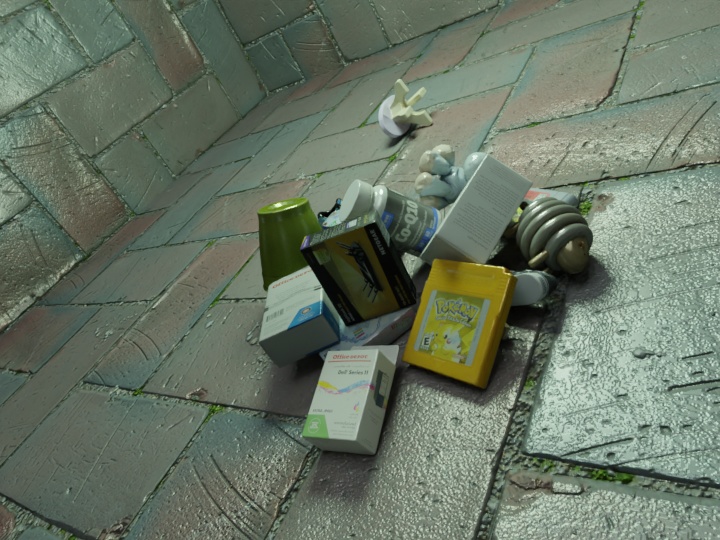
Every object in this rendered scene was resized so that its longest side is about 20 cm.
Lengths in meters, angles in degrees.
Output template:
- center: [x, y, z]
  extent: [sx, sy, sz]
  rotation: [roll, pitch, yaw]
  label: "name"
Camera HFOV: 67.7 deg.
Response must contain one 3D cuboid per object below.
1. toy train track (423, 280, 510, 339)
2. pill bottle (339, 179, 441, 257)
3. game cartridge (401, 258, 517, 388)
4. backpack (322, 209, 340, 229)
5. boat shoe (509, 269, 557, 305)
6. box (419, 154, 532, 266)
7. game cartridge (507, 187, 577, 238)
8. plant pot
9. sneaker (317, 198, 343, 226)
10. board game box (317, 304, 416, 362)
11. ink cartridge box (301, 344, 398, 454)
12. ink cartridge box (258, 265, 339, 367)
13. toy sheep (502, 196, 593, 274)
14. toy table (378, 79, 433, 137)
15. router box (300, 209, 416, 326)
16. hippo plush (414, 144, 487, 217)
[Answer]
- center: [0.197, 0.069, 0.990]
  extent: [0.032, 0.115, 0.200]
  rotation: [-1, 23, -40]
  label: "toy train track"
- center: [0.062, -0.112, 1.143]
  extent: [0.114, 0.199, 0.114]
  rotation: [-52, 27, 41]
  label: "pill bottle"
- center: [0.168, 0.083, 0.930]
  extent: [0.176, 0.032, 0.201]
  rotation: [9, 79, 48]
  label: "game cartridge"
- center: [-0.005, -0.069, 1.262]
  extent: [0.199, 0.155, 0.191]
  rotation: [-16, 29, 26]
  label: "backpack"
- center: [0.261, 0.033, 0.980]
  extent: [0.067, 0.072, 0.199]
  rotation: [-11, -2, -39]
  label: "boat shoe"
- center: [0.223, -0.095, 1.053]
  extent: [0.201, 0.106, 0.152]
  rotation: [-56, -4, -15]
  label: "box"
- center: [0.347, -0.126, 1.163]
  extent: [0.133, 0.041, 0.200]
  rotation: [-45, 33, -16]
  label: "game cartridge"
- center: [-0.169, -0.072, 1.331]
  extent: [0.199, 0.194, 0.201]
  rotation: [-11, 19, 4]
  label: "plant pot"
- center: [-0.032, -0.165, 1.503]
  extent: [0.199, 0.090, 0.079]
  rotation: [-25, 31, 10]
  label: "sneaker"
- center: [-0.010, 0.112, 1.123]
  extent: [0.199, 0.043, 0.200]
  rotation: [-37, 30, -8]
  label: "board game box"
- center: [-0.013, 0.204, 0.926]
  extent: [0.117, 0.067, 0.201]
  rotation: [-8, 50, 34]
  label: "ink cartridge box"
- center: [-0.124, 0.087, 1.135]
  extent: [0.146, 0.086, 0.200]
  rotation: [-24, 29, 12]
  label: "ink cartridge box"
- center: [0.345, -0.067, 0.985]
  extent: [0.137, 0.138, 0.201]
  rotation: [-30, 48, 2]
  label: "toy sheep"
- center: [0.152, -0.555, 1.845]
  extent: [0.117, 0.184, 0.201]
  rotation: [-23, 40, 46]
  label: "toy table"
- center: [0.000, 0.000, 1.037]
  extent: [0.156, 0.201, 0.052]
  rotation: [-20, 30, 18]
  label: "router box"
- center: [0.228, -0.184, 1.208]
  extent: [0.160, 0.201, 0.160]
  rotation: [10, 49, 40]
  label: "hippo plush"
